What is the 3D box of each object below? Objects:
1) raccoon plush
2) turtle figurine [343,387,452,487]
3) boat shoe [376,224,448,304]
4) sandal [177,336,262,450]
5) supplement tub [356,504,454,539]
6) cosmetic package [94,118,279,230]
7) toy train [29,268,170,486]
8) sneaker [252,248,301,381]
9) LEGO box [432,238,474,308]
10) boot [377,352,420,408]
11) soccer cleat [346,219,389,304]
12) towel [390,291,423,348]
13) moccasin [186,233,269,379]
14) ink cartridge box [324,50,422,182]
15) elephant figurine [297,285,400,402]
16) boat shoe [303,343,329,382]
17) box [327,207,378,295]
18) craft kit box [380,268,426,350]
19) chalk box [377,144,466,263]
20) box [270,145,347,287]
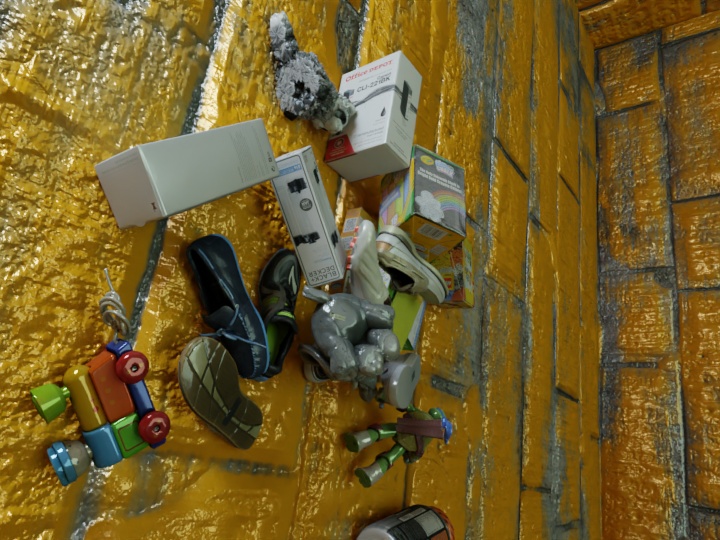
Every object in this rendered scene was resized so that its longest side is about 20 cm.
[{"bbox_3d":[-0.073,-0.333,0.898,0.133,0.095,0.205,-9,92,-61],"label":"raccoon plush"},{"bbox_3d":[0.055,0.306,0.987,0.191,0.199,0.147,-20,125,-32],"label":"turtle figurine"},{"bbox_3d":[0.085,0.008,0.933,0.200,0.074,0.069,44,62,-32],"label":"boat shoe"},{"bbox_3d":[-0.192,0.169,0.697,0.081,0.053,0.202,-56,142,-34],"label":"sandal"},{"bbox_3d":[0.088,0.509,0.961,0.198,0.121,0.126,12,76,-52],"label":"supplement tub"},{"bbox_3d":[-0.211,-0.125,0.664,0.199,0.106,0.087,-34,111,-51],"label":"cosmetic package"},{"bbox_3d":[-0.291,0.114,0.552,0.115,0.084,0.204,-25,105,-38],"label":"toy train"},{"bbox_3d":[-0.118,0.065,0.778,0.070,0.082,0.204,27,62,-36],"label":"sneaker"},{"bbox_3d":[0.209,0.004,1.186,0.200,0.075,0.153,25,64,-70],"label":"LEGO box"},{"bbox_3d":[0.047,0.194,0.940,0.200,0.093,0.075,-8,97,-74],"label":"boot"},{"bbox_3d":[0.013,0.012,0.857,0.070,0.076,0.204,-81,179,-60],"label":"soccer cleat"},{"bbox_3d":[0.090,0.054,0.999,0.201,0.018,0.087,-61,137,-43],"label":"towel"},{"bbox_3d":[-0.188,0.055,0.702,0.068,0.079,0.203,-24,91,-61],"label":"moccasin"},{"bbox_3d":[0.026,-0.283,0.971,0.083,0.142,0.204,33,60,-45],"label":"ink cartridge box"},{"bbox_3d":[-0.028,0.123,0.812,0.138,0.200,0.158,-4,71,-18],"label":"elephant figurine"},{"bbox_3d":[-0.019,0.140,0.922,0.199,0.056,0.070,-21,101,-51],"label":"boat shoe"},{"bbox_3d":[0.000,0.000,0.985,0.119,0.041,0.204,39,57,-45],"label":"box"},{"bbox_3d":[0.089,0.023,1.059,0.199,0.048,0.202,67,34,-44],"label":"craft kit box"},{"bbox_3d":[0.115,-0.138,0.981,0.122,0.124,0.204,20,56,-23],"label":"chalk box"},{"bbox_3d":[-0.080,-0.087,0.832,0.117,0.059,0.204,-83,155,-71],"label":"box"}]
